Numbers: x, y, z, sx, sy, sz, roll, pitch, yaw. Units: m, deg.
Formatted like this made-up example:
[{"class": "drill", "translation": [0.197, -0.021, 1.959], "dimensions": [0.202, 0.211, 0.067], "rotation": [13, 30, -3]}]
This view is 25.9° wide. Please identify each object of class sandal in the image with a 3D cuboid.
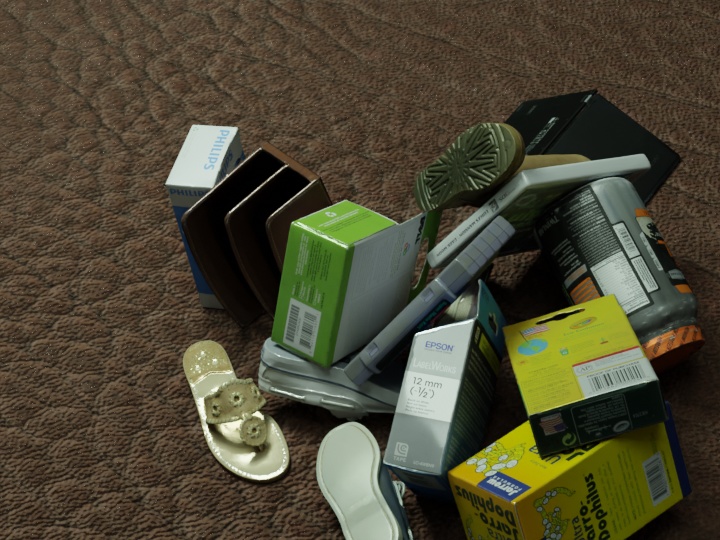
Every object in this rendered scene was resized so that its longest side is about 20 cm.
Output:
[{"class": "sandal", "translation": [-0.146, 0.138, 1.704], "dimensions": [0.078, 0.070, 0.212], "rotation": [-24, 47, -12]}]

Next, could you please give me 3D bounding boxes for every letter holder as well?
[{"class": "letter holder", "translation": [-0.095, -0.014, 1.737], "dimensions": [0.142, 0.200, 0.101], "rotation": [-41, 49, -15]}]

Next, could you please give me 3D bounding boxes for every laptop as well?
[{"class": "laptop", "translation": [0.247, -0.120, 1.920], "dimensions": [0.200, 0.116, 0.187], "rotation": [-3, 37, 50]}]

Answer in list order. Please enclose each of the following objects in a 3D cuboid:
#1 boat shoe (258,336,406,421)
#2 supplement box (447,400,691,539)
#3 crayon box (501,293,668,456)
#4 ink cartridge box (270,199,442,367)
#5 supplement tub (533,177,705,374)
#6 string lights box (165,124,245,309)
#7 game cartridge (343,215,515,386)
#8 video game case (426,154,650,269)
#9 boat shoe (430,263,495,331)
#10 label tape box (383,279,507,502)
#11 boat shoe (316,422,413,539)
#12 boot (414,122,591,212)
[{"class": "boat shoe", "translation": [-0.013, 0.127, 1.693], "dimensions": [0.200, 0.065, 0.074], "rotation": [17, 24, 10]}, {"class": "supplement box", "translation": [0.203, 0.204, 1.509], "dimensions": [0.200, 0.110, 0.109], "rotation": [-29, 24, -25]}, {"class": "crayon box", "translation": [0.215, 0.098, 1.534], "dimensions": [0.127, 0.051, 0.200], "rotation": [-16, 23, 5]}, {"class": "ink cartridge box", "translation": [0.000, 0.000, 1.707], "dimensions": [0.076, 0.148, 0.200], "rotation": [25, 29, 25]}, {"class": "supplement tub", "translation": [0.278, 0.012, 1.674], "dimensions": [0.122, 0.123, 0.200], "rotation": [-22, 72, -10]}, {"class": "string lights box", "translation": [-0.161, -0.059, 1.806], "dimensions": [0.059, 0.200, 0.103], "rotation": [5, 47, 15]}, {"class": "game cartridge", "translation": [0.072, 0.035, 1.626], "dimensions": [0.038, 0.200, 0.130], "rotation": [43, 35, -1]}, {"class": "video game case", "translation": [0.195, -0.064, 1.718], "dimensions": [0.200, 0.182, 0.023], "rotation": [-10, 67, -40]}, {"class": "boat shoe", "translation": [0.118, 0.057, 1.737], "dimensions": [0.065, 0.072, 0.200], "rotation": [27, 40, 2]}, {"class": "label tape box", "translation": [0.089, 0.121, 1.577], "dimensions": [0.066, 0.143, 0.200], "rotation": [7, 73, 18]}, {"class": "boat shoe", "translation": [0.010, 0.234, 1.584], "dimensions": [0.075, 0.062, 0.200], "rotation": [-32, 38, 2]}, {"class": "boot", "translation": [0.180, -0.112, 1.704], "dimensions": [0.200, 0.175, 0.066], "rotation": [-3, 77, -36]}]
